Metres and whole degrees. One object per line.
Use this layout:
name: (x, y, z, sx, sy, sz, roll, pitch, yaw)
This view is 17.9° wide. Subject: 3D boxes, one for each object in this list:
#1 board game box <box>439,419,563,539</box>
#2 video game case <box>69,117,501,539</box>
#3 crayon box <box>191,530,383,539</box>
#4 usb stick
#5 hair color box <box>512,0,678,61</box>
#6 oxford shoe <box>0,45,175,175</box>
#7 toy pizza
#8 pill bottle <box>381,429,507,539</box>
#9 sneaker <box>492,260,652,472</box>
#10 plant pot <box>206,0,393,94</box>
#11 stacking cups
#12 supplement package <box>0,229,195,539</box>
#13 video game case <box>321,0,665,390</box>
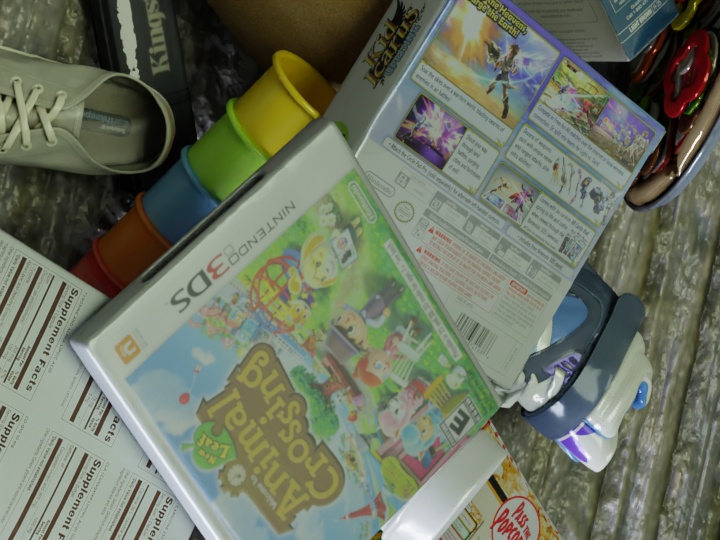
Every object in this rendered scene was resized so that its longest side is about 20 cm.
board game box: (0.046, 0.216, 1.502, 0.200, 0.046, 0.152, -45, 119, -26)
video game case: (-0.032, 0.054, 1.195, 0.182, 0.022, 0.200, -43, 118, -22)
crayon box: (-0.061, 0.219, 1.355, 0.199, 0.058, 0.119, -8, 115, -15)
usb stick: (-0.131, -0.141, 1.342, 0.055, 0.033, 0.201, -17, 104, -34)
hair color box: (0.119, -0.233, 1.483, 0.061, 0.100, 0.200, -43, 118, -27)
oxford shoe: (-0.192, -0.089, 1.271, 0.200, 0.058, 0.075, 6, 96, -24)
toy pizza: (0.210, -0.136, 1.514, 0.032, 0.200, 0.201, 20, 82, -12)
pill bottle: (-0.019, 0.073, 1.317, 0.200, 0.113, 0.113, 40, 65, 7)
sneaker: (0.105, 0.074, 1.473, 0.200, 0.081, 0.147, -28, 85, -35)
plant pot: (-0.050, -0.228, 1.301, 0.200, 0.186, 0.187, 39, 71, -32)
stacking cups: (-0.092, -0.035, 1.300, 0.060, 0.061, 0.200, 32, 113, -35)
supplement package: (-0.204, 0.072, 1.205, 0.200, 0.191, 0.147, 35, 73, -35)
video game case: (0.060, -0.053, 1.292, 0.200, 0.045, 0.182, 33, 88, -42)
